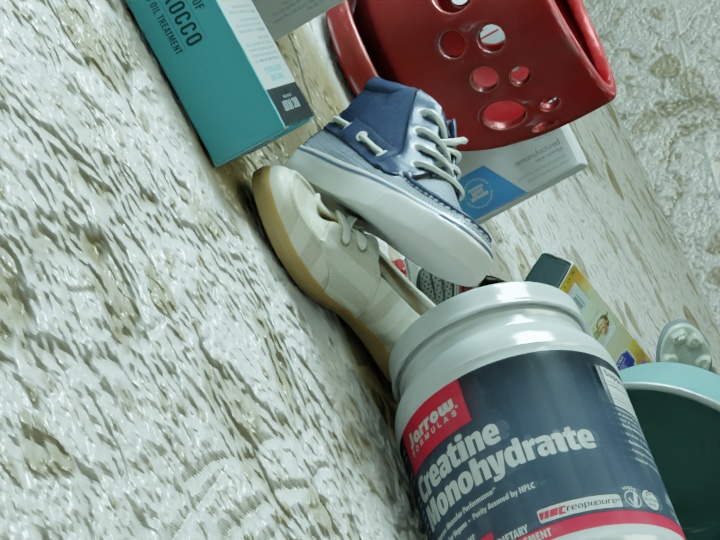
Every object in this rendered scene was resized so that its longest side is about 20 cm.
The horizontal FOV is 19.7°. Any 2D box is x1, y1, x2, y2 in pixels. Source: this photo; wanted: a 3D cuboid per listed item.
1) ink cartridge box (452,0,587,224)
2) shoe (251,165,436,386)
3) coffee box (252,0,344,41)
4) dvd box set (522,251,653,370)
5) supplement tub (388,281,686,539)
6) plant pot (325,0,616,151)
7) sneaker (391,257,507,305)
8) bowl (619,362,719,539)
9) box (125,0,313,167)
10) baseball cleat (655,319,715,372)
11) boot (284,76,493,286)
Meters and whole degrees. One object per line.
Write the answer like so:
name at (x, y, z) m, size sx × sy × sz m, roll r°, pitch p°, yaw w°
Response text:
ink cartridge box at (0.101, -0.153, 1.805) m, size 0.200 × 0.116 × 0.068 m, roll 63°, pitch 12°, yaw 5°
shoe at (0.000, 0.000, 1.256) m, size 0.200 × 0.053 × 0.070 m, roll 52°, pitch 17°, yaw -39°
coffee box at (-0.048, -0.318, 1.387) m, size 0.200 × 0.200 × 0.198 m, roll 49°, pitch 19°, yaw -44°
dvd box set at (0.137, 0.094, 1.430) m, size 0.029 × 0.146 × 0.200 m, roll 23°, pitch -13°, yaw 37°
supplement tub at (0.101, 0.121, 1.207) m, size 0.140 × 0.140 × 0.200 m, roll 45°, pitch 21°, yaw -52°
plant pot at (0.083, -0.185, 1.656) m, size 0.200 × 0.182 × 0.200 m, roll 57°, pitch 13°, yaw -22°
sneaker at (0.093, 0.057, 1.432) m, size 0.200 × 0.082 × 0.078 m, roll 53°, pitch 16°, yaw -38°
bowl at (0.201, 0.141, 1.374) m, size 0.201 × 0.201 × 0.105 m, roll 59°, pitch 28°, yaw -13°
box at (-0.102, -0.162, 1.201) m, size 0.200 × 0.049 × 0.082 m, roll 62°, pitch 14°, yaw -2°
baseball cleat at (0.394, 0.116, 2.517) m, size 0.106 × 0.070 × 0.200 m, roll -112°, pitch 177°, yaw -50°
boot at (0.033, -0.062, 1.243) m, size 0.073 × 0.090 × 0.200 m, roll 46°, pitch -9°, yaw -37°
